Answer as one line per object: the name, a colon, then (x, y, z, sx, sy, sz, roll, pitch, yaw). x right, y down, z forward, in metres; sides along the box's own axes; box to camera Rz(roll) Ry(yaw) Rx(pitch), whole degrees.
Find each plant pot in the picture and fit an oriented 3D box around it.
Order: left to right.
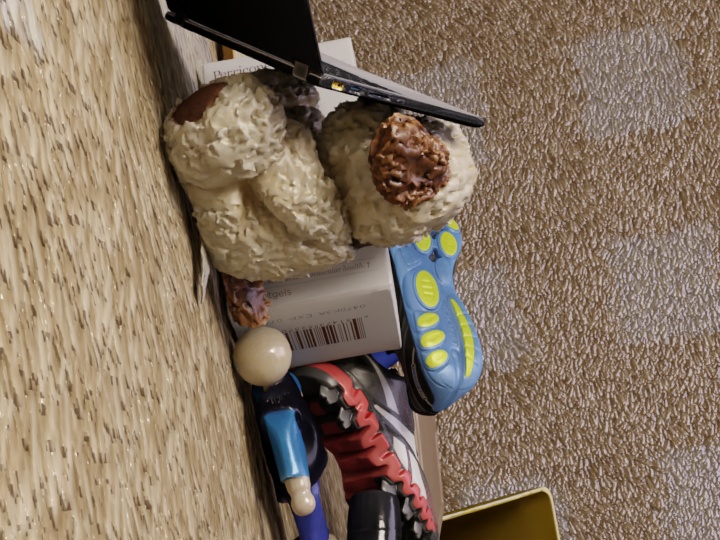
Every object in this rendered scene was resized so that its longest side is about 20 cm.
plant pot: (0.091, 0.350, 1.376, 0.175, 0.198, 0.203, -14, -96, 50)

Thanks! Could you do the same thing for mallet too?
mallet: (-0.007, 0.243, 1.013, 0.201, 0.041, 0.067, 110, -17, -51)

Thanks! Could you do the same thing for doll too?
doll: (-0.047, 0.130, 0.899, 0.137, 0.048, 0.202, -102, -179, -65)

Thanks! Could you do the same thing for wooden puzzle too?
wooden puzzle: (0.051, 0.169, 1.162, 0.185, 0.037, 0.203, -54, 144, -78)

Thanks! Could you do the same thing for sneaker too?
sneaker: (0.015, 0.134, 1.020, 0.202, 0.070, 0.098, 60, 40, -21)
sneaker: (0.042, 0.023, 1.008, 0.083, 0.070, 0.202, 124, -32, -44)

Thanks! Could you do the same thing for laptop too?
laptop: (-0.037, -0.179, 0.765, 0.187, 0.198, 0.117, 32, -72, 49)

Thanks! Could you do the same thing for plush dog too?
plush dog: (-0.012, -0.052, 0.807, 0.200, 0.169, 0.163, -52, 133, -77)

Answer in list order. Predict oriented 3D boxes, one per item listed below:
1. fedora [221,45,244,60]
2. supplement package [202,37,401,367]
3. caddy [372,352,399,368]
fedora: (-0.070, -0.156, 1.159, 0.201, 0.081, 0.204, -10, 90, -88)
supplement package: (-0.042, -0.046, 0.946, 0.118, 0.115, 0.202, 76, 4, -65)
caddy: (0.000, 0.000, 1.183, 0.141, 0.105, 0.201, 43, 12, -38)
